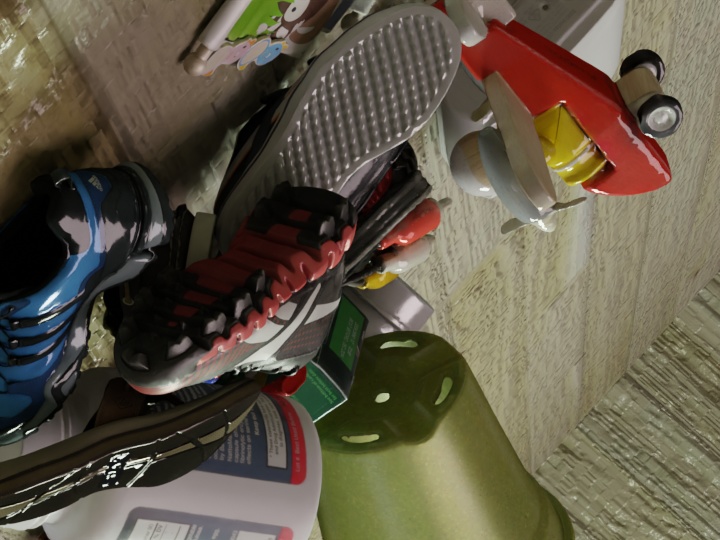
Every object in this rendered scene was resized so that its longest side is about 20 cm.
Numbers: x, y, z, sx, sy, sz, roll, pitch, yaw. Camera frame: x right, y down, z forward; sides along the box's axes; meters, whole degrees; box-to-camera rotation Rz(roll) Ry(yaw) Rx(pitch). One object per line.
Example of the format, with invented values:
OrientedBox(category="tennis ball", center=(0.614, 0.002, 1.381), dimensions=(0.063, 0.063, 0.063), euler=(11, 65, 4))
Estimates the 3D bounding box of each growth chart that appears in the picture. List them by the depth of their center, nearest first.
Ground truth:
OrientedBox(category="growth chart", center=(-0.022, -0.173, 1.369), dimensions=(0.145, 0.018, 0.200), euler=(-55, 164, 27))

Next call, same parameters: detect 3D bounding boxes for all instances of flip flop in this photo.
OrientedBox(category="flip flop", center=(-0.143, 0.093, 1.348), dimensions=(0.199, 0.058, 0.081), euler=(-17, 156, -32))

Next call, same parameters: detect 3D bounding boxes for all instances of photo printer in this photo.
OrientedBox(category="photo printer", center=(0.130, -0.145, 1.796), dimensions=(0.166, 0.069, 0.200), euler=(-46, 166, -10))

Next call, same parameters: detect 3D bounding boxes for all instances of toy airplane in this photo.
OrientedBox(category="toy airplane", center=(0.098, -0.111, 1.552), dimensions=(0.141, 0.199, 0.200), euler=(-53, 160, 26))

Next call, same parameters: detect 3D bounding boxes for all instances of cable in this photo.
OrientedBox(category="cable", center=(0.000, 0.000, 1.540), dimensions=(0.097, 0.050, 0.200), euler=(-52, 176, 39))

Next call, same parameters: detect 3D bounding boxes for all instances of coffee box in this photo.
OrientedBox(category="coffee box", center=(-0.086, 0.102, 1.670), dimensions=(0.200, 0.044, 0.123), euler=(-37, -164, 22))

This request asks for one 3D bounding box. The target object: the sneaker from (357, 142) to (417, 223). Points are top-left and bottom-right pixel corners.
OrientedBox(category="sneaker", center=(-0.032, -0.007, 1.657), dimensions=(0.200, 0.079, 0.096), euler=(-44, 168, -18))

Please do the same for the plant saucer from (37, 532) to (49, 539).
OrientedBox(category="plant saucer", center=(-0.136, 0.209, 1.716), dimensions=(0.200, 0.199, 0.038), euler=(-10, 98, -69))

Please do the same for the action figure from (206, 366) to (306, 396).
OrientedBox(category="action figure", center=(-0.115, 0.076, 1.606), dimensions=(0.199, 0.065, 0.099), euler=(-27, -160, 36))

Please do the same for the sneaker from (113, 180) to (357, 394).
OrientedBox(category="sneaker", center=(-0.069, 0.030, 1.356), dimensions=(0.200, 0.071, 0.098), euler=(-40, 140, -46))

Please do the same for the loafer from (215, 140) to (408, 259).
OrientedBox(category="loafer", center=(-0.028, -0.044, 1.566), dimensions=(0.070, 0.068, 0.201), euler=(21, 109, -47))

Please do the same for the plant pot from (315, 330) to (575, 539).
OrientedBox(category="plant pot", center=(0.039, 0.153, 1.715), dimensions=(0.200, 0.200, 0.185), euler=(-41, 129, -28))

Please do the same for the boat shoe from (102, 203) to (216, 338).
OrientedBox(category="boat shoe", center=(-0.130, 0.016, 1.465), dimensions=(0.201, 0.060, 0.072), euler=(110, -12, -62))

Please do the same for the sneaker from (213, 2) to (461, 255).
OrientedBox(category="sneaker", center=(-0.022, -0.090, 1.450), dimensions=(0.200, 0.078, 0.079), euler=(-47, -160, 4))

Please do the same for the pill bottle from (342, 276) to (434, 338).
OrientedBox(category="pill bottle", center=(-0.038, 0.079, 1.800), dimensions=(0.200, 0.111, 0.111), euler=(-49, 166, 2))

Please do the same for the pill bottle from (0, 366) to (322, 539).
OrientedBox(category="pill bottle", center=(-0.136, 0.123, 1.454), dimensions=(0.199, 0.120, 0.120), euler=(12, 128, -30))

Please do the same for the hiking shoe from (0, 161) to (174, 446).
OrientedBox(category="hiking shoe", center=(-0.188, 0.016, 1.296), dimensions=(0.086, 0.074, 0.200), euler=(5, 127, -47))
